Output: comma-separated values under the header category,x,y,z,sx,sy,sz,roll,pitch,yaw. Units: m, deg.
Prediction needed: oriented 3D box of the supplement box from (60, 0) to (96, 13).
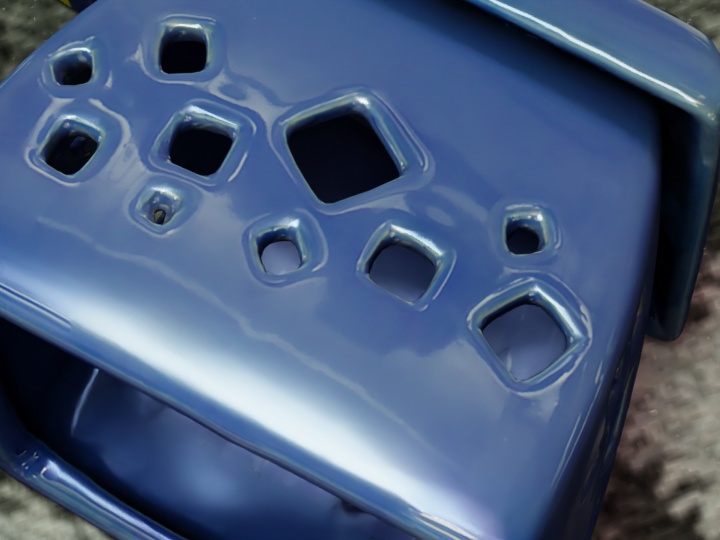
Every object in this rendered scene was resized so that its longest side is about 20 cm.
category,x,y,z,sx,sy,sz,roll,pitch,yaw
supplement box,-0.141,-0.194,0.912,0.199,0.109,0.110,33,77,14

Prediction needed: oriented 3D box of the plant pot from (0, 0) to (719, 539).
category,x,y,z,sx,sy,sz,roll,pitch,yaw
plant pot,0.000,0.000,0.797,0.199,0.200,0.180,27,70,13
